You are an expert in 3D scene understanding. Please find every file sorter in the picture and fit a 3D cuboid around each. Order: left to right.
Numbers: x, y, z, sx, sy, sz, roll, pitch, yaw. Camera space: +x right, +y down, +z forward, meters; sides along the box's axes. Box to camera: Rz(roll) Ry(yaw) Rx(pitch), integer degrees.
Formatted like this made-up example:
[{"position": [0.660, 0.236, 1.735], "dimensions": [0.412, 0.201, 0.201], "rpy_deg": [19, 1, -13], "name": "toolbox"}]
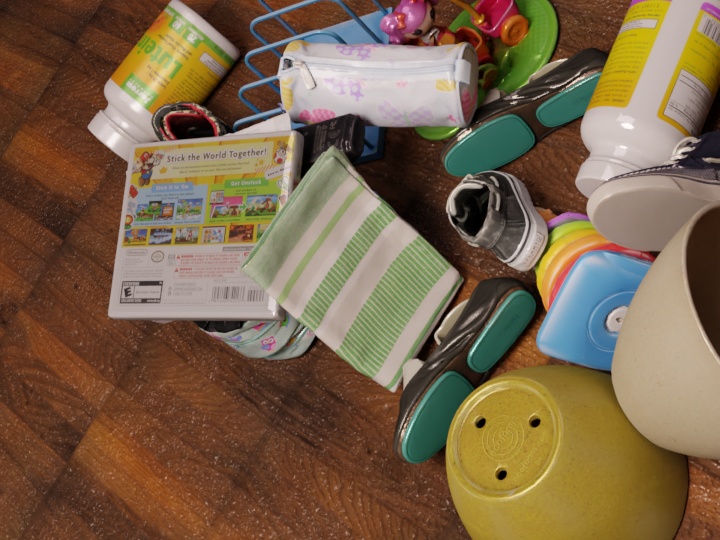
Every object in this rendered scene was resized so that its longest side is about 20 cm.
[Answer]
[{"position": [-0.055, -0.228, 1.335], "dimensions": [0.138, 0.123, 0.201], "rpy_deg": [-11, 61, 33], "name": "file sorter"}]

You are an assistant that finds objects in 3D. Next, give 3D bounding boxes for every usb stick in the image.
[{"position": [-0.081, -0.115, 1.187], "dimensions": [0.199, 0.033, 0.056], "rpy_deg": [-11, 58, 36], "name": "usb stick"}]

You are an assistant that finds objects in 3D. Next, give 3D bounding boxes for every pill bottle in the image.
[{"position": [-0.256, -0.236, 1.494], "dimensions": [0.200, 0.111, 0.111], "rpy_deg": [-51, 48, 3], "name": "pill bottle"}, {"position": [0.267, -0.156, 1.070], "dimensions": [0.104, 0.104, 0.201], "rpy_deg": [15, 76, 40], "name": "pill bottle"}]

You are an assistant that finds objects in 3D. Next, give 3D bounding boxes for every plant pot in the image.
[{"position": [0.150, 0.157, 0.961], "dimensions": [0.199, 0.142, 0.201], "rpy_deg": [-17, 57, 28], "name": "plant pot"}]

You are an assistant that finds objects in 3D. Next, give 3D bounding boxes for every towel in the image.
[{"position": [0.000, 0.001, 1.104], "dimensions": [0.023, 0.200, 0.153], "rpy_deg": [-1, 50, 57], "name": "towel"}]

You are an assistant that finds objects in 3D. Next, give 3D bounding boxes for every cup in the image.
[{"position": [0.279, 0.068, 0.903], "dimensions": [0.143, 0.200, 0.201], "rpy_deg": [-46, 40, 47], "name": "cup"}]

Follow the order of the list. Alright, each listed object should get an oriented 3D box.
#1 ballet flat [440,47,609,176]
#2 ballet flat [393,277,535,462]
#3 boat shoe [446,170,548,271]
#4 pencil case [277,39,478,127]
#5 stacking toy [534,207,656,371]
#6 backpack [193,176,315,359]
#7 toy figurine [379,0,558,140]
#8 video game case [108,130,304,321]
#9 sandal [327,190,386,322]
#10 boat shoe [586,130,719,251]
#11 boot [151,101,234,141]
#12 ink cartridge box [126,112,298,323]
[{"position": [0.169, -0.162, 1.177], "dimensions": [0.199, 0.068, 0.069], "rpy_deg": [-25, 43, 16], "name": "ballet flat"}, {"position": [0.087, 0.090, 1.093], "dimensions": [0.200, 0.068, 0.068], "rpy_deg": [-51, 38, -10], "name": "ballet flat"}, {"position": [0.118, -0.062, 1.103], "dimensions": [0.072, 0.071, 0.200], "rpy_deg": [-60, 17, 9], "name": "boat shoe"}, {"position": [0.018, -0.188, 1.160], "dimensions": [0.199, 0.091, 0.083], "rpy_deg": [5, 64, 18], "name": "pencil case"}, {"position": [0.195, -0.008, 1.056], "dimensions": [0.110, 0.116, 0.200], "rpy_deg": [-66, 24, 23], "name": "stacking toy"}, {"position": [-0.092, -0.007, 1.241], "dimensions": [0.167, 0.126, 0.201], "rpy_deg": [8, 72, 51], "name": "backpack"}, {"position": [0.082, -0.258, 1.208], "dimensions": [0.200, 0.184, 0.150], "rpy_deg": [-48, 48, 6], "name": "toy figurine"}, {"position": [-0.152, -0.041, 1.141], "dimensions": [0.199, 0.023, 0.183], "rpy_deg": [-1, 77, 28], "name": "video game case"}, {"position": [0.000, 0.000, 1.160], "dimensions": [0.079, 0.087, 0.201], "rpy_deg": [11, 116, 52], "name": "sandal"}, {"position": [0.272, -0.072, 0.987], "dimensions": [0.075, 0.199, 0.093], "rpy_deg": [111, 154, -42], "name": "boat shoe"}, {"position": [-0.194, -0.160, 1.350], "dimensions": [0.203, 0.154, 0.074], "rpy_deg": [38, 87, 28], "name": "boot"}, {"position": [-0.140, -0.050, 1.175], "dimensions": [0.199, 0.057, 0.163], "rpy_deg": [-15, 70, 18], "name": "ink cartridge box"}]
